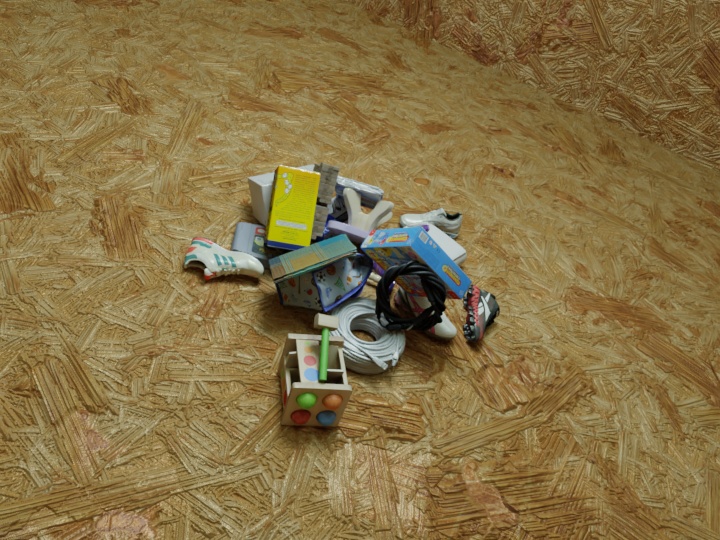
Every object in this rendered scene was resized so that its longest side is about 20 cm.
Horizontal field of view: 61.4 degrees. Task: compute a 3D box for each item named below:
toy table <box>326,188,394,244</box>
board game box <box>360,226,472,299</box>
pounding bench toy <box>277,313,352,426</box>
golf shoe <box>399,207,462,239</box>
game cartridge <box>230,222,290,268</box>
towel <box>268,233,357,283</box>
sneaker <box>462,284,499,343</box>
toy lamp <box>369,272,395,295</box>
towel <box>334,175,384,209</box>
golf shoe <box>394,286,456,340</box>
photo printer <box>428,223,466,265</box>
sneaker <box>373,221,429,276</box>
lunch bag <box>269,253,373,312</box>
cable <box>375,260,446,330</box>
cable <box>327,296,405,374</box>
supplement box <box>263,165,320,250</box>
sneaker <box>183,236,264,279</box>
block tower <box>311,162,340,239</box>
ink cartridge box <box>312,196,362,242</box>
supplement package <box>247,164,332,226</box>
[{"bbox_3d":[0.007,-0.140,1.676,0.183,0.118,0.199,14,-7,36],"label":"toy table"},{"bbox_3d":[0.129,-0.015,1.429,0.200,0.195,0.056,43,68,-26],"label":"board game box"},{"bbox_3d":[-0.088,0.208,1.238,0.123,0.201,0.157,6,41,-17],"label":"pounding bench toy"},{"bbox_3d":[0.220,-0.162,1.871,0.198,0.098,0.079,6,43,-14],"label":"golf shoe"},{"bbox_3d":[-0.239,-0.060,1.607,0.198,0.041,0.134,11,44,-12],"label":"game cartridge"},{"bbox_3d":[-0.112,-0.029,1.400,0.198,0.022,0.147,-20,21,-6],"label":"towel"},{"bbox_3d":[0.326,0.119,1.615,0.097,0.071,0.201,16,38,-2],"label":"sneaker"},{"bbox_3d":[0.000,0.000,1.623,0.198,0.059,0.058,23,39,4],"label":"toy lamp"},{"bbox_3d":[-0.007,-0.215,1.718,0.145,0.200,0.024,17,83,2],"label":"towel"},{"bbox_3d":[0.173,0.096,1.560,0.200,0.093,0.072,42,36,21],"label":"golf shoe"},{"bbox_3d":[0.189,-0.047,1.747,0.166,0.070,0.199,41,43,23],"label":"photo printer"},{"bbox_3d":[0.117,-0.055,1.656,0.084,0.200,0.081,52,16,15],"label":"sneaker"},{"bbox_3d":[-0.086,0.013,1.479,0.169,0.125,0.199,5,28,42],"label":"lunch bag"},{"bbox_3d":[0.115,0.064,1.372,0.161,0.202,0.051,10,37,6],"label":"cable"},{"bbox_3d":[0.011,0.152,1.447,0.198,0.070,0.200,26,39,7],"label":"cable"},{"bbox_3d":[-0.176,-0.153,1.541,0.108,0.202,0.109,9,-1,-14],"label":"supplement box"},{"bbox_3d":[-0.338,-0.007,1.491,0.198,0.071,0.094,22,57,-2],"label":"sneaker"},{"bbox_3d":[-0.113,-0.188,1.625,0.054,0.202,0.058,9,14,-31],"label":"block tower"},{"bbox_3d":[-0.086,-0.149,1.765,0.094,0.044,0.200,33,41,17],"label":"ink cartridge box"},{"bbox_3d":[-0.193,-0.209,1.678,0.198,0.121,0.121,-16,26,-24],"label":"supplement package"}]
